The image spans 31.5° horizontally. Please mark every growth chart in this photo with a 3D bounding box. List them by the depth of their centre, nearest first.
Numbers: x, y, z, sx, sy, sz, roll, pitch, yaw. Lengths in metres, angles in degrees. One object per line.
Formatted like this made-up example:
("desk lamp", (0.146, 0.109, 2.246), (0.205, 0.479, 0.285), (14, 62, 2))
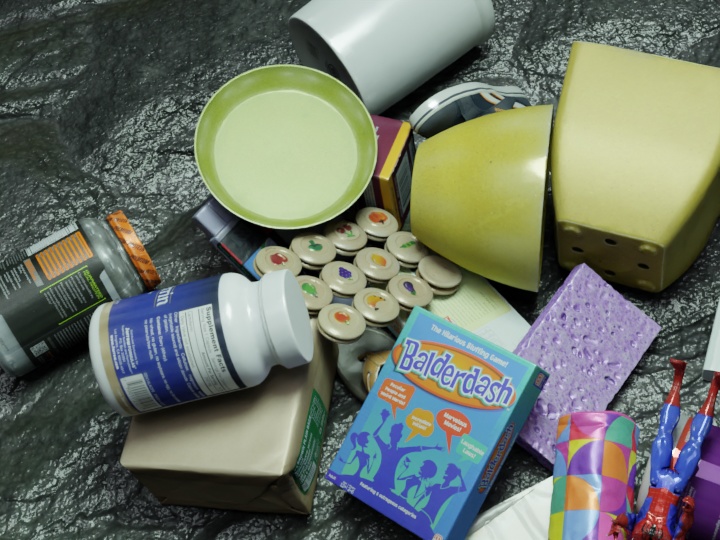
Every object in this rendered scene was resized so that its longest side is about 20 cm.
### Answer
("growth chart", (0.173, 0.280, 1.251), (0.199, 0.018, 0.145), (-22, 67, -5))

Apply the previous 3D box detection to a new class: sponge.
("sponge", (0.218, 0.099, 1.330), (0.111, 0.030, 0.200), (41, 69, -4))

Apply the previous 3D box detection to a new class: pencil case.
("pencil case", (0.221, 0.235, 1.217), (0.088, 0.088, 0.201), (4, 68, 12))

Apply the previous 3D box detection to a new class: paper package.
("paper package", (-0.130, 0.139, 1.333), (0.190, 0.104, 0.201), (0, 57, 18))

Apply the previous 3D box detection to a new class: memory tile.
("memory tile", (0.000, 0.000, 1.360), (0.200, 0.017, 0.153), (-24, 55, -39))

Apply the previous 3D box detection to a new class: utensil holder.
("utensil holder", (0.037, -0.297, 1.555), (0.200, 0.170, 0.170), (-38, 60, -12))

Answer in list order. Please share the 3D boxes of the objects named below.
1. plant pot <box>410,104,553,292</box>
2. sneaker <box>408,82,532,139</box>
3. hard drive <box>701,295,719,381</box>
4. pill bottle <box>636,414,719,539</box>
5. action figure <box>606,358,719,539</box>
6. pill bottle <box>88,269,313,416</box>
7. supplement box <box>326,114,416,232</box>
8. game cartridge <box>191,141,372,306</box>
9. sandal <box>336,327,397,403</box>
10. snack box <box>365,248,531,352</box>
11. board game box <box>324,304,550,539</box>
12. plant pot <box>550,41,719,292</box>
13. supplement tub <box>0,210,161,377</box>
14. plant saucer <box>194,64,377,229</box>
("plant pot", (0.130, -0.083, 1.377), (0.141, 0.200, 0.201), (5, 59, 9))
("sneaker", (0.142, -0.165, 1.461), (0.200, 0.078, 0.080), (-12, 65, -46))
("hard drive", (0.450, 0.040, 1.362), (0.131, 0.026, 0.201), (13, 60, 16))
("pill bottle", (0.371, 0.218, 1.211), (0.199, 0.113, 0.113), (18, 63, 19))
("action figure", (0.274, 0.181, 1.139), (0.065, 0.099, 0.201), (15, 90, 19))
("pill bottle", (-0.154, 0.067, 1.253), (0.199, 0.116, 0.116), (-14, 57, 8))
("supplement box", (-0.039, -0.128, 1.493), (0.199, 0.110, 0.086), (15, 61, 17))
("game cartridge", (-0.077, -0.029, 1.421), (0.200, 0.038, 0.130), (45, 66, -8))
("sandal", (0.034, 0.126, 1.352), (0.082, 0.055, 0.200), (-26, 52, -8))
("snack box", (0.101, 0.055, 1.387), (0.116, 0.037, 0.200), (-27, 57, -24))
("board game box", (0.075, 0.155, 1.269), (0.152, 0.045, 0.200), (25, 85, 33))
("plant pot", (0.295, -0.096, 1.380), (0.195, 0.194, 0.201), (16, 67, 18))
("supplement tub", (-0.333, 0.022, 1.438), (0.200, 0.123, 0.123), (-30, 58, -10))
("plant saucer", (-0.081, -0.132, 1.399), (0.199, 0.031, 0.201), (1, 69, -4))
